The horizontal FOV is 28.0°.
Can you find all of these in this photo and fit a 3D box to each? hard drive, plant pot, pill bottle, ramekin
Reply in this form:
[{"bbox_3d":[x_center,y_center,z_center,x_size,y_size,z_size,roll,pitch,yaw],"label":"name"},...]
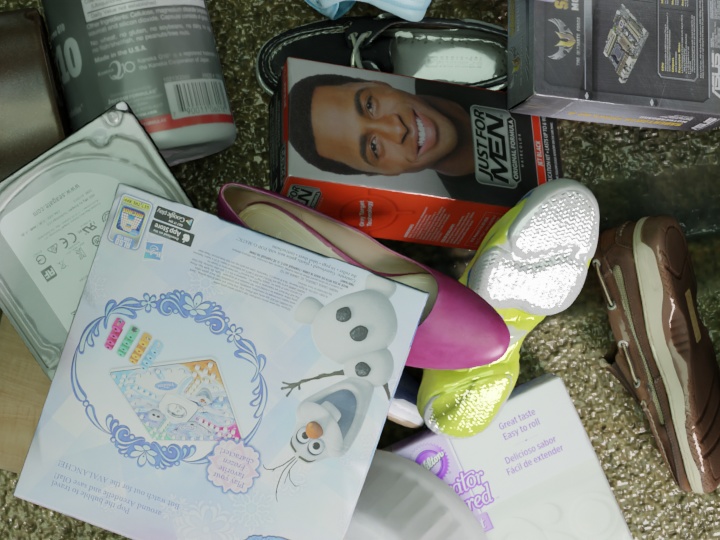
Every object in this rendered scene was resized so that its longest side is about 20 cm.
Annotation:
[{"bbox_3d":[-0.151,0.013,0.920,0.139,0.038,0.201,-33,97,-3],"label":"hard drive"},{"bbox_3d":[-0.297,-0.084,0.984,0.197,0.200,0.202,-13,89,-8],"label":"plant pot"},{"bbox_3d":[-0.163,-0.175,1.017,0.113,0.114,0.202,-14,88,0],"label":"pill bottle"},{"bbox_3d":[-0.012,0.229,0.984,0.199,0.098,0.202,3,98,20],"label":"ramekin"}]

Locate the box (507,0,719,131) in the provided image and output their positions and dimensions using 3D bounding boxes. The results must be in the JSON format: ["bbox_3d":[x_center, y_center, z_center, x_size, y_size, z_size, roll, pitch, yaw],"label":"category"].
[{"bbox_3d":[0.184,-0.206,1.020,0.157,0.048,0.202,3,82,-16],"label":"box"}]

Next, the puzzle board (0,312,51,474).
[{"bbox_3d":[-0.170,0.091,1.046,0.198,0.017,0.152,14,99,3],"label":"puzzle board"}]

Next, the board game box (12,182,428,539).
[{"bbox_3d":[-0.084,0.074,0.879,0.199,0.043,0.200,20,91,1],"label":"board game box"}]

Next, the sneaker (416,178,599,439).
[{"bbox_3d":[0.088,0.012,0.990,0.075,0.105,0.201,23,110,-19],"label":"sneaker"}]

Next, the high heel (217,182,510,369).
[{"bbox_3d":[0.000,0.000,0.910,0.199,0.096,0.068,28,75,23],"label":"high heel"}]

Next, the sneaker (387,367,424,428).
[{"bbox_3d":[-0.007,0.015,1.035,0.200,0.070,0.109,40,91,4],"label":"sneaker"}]

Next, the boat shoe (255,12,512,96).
[{"bbox_3d":[0.023,-0.150,1.042,0.198,0.060,0.075,5,86,0],"label":"boat shoe"}]

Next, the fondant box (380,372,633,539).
[{"bbox_3d":[0.116,0.194,1.038,0.143,0.058,0.201,-24,88,0],"label":"fondant box"}]

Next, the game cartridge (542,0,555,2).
[{"bbox_3d":[0.094,-0.270,0.986,0.040,0.200,0.134,11,118,-40],"label":"game cartridge"}]

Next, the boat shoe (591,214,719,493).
[{"bbox_3d":[0.211,0.062,1.045,0.074,0.075,0.204,-8,96,34],"label":"boat shoe"}]

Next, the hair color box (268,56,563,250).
[{"bbox_3d":[0.038,-0.076,1.000,0.198,0.061,0.102,6,59,-15],"label":"hair color box"}]

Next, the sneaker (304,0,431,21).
[{"bbox_3d":[-0.037,-0.220,1.027,0.199,0.074,0.083,19,121,26],"label":"sneaker"}]
